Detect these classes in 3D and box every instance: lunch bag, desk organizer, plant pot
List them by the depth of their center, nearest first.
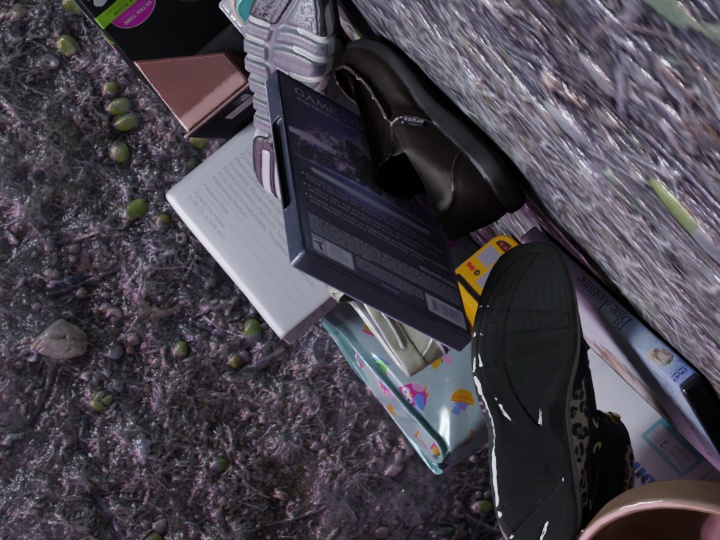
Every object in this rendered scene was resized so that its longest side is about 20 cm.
[{"bbox_3d":[0.241,0.205,1.074,0.200,0.093,0.201,17,126,25],"label":"plant pot"},{"bbox_3d":[-0.118,-0.164,1.432,0.077,0.072,0.200,52,-169,3],"label":"desk organizer"},{"bbox_3d":[0.079,0.069,1.628,0.200,0.170,0.122,50,171,15],"label":"lunch bag"}]

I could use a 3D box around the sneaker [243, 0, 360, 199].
[{"bbox_3d":[-0.028,-0.157,1.273,0.075,0.115,0.200,28,133,23],"label":"sneaker"}]

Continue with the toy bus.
[{"bbox_3d":[0.135,0.053,1.414,0.065,0.078,0.200,48,177,33],"label":"toy bus"}]

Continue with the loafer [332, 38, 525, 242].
[{"bbox_3d":[0.031,-0.091,1.154,0.200,0.071,0.073,48,177,43],"label":"loafer"}]

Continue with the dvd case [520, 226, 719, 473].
[{"bbox_3d":[0.194,0.063,1.161,0.200,0.018,0.143,48,176,48],"label":"dvd case"}]

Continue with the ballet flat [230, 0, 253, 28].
[{"bbox_3d":[-0.041,-0.182,1.361,0.069,0.069,0.200,48,175,48],"label":"ballet flat"}]

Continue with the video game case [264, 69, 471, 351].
[{"bbox_3d":[0.003,-0.044,1.146,0.143,0.019,0.200,28,-149,-29],"label":"video game case"}]

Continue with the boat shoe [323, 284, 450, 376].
[{"bbox_3d":[0.000,0.000,1.383,0.200,0.062,0.072,47,168,15],"label":"boat shoe"}]

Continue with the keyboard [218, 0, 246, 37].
[{"bbox_3d":[-0.038,-0.171,1.436,0.200,0.056,0.011,50,-178,4],"label":"keyboard"}]

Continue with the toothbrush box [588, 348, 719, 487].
[{"bbox_3d":[0.228,0.166,1.327,0.146,0.085,0.200,48,178,36],"label":"toothbrush box"}]

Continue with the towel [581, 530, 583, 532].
[{"bbox_3d":[0.213,0.221,1.259,0.153,0.023,0.200,50,174,-34],"label":"towel"}]

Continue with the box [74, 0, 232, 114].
[{"bbox_3d":[-0.185,-0.271,1.516,0.124,0.148,0.200,48,177,36],"label":"box"}]

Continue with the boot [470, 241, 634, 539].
[{"bbox_3d":[0.136,0.089,1.147,0.154,0.073,0.204,13,-107,-65],"label":"boot"}]

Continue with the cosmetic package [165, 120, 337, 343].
[{"bbox_3d":[-0.044,-0.060,1.518,0.166,0.200,0.167,50,178,3],"label":"cosmetic package"}]
